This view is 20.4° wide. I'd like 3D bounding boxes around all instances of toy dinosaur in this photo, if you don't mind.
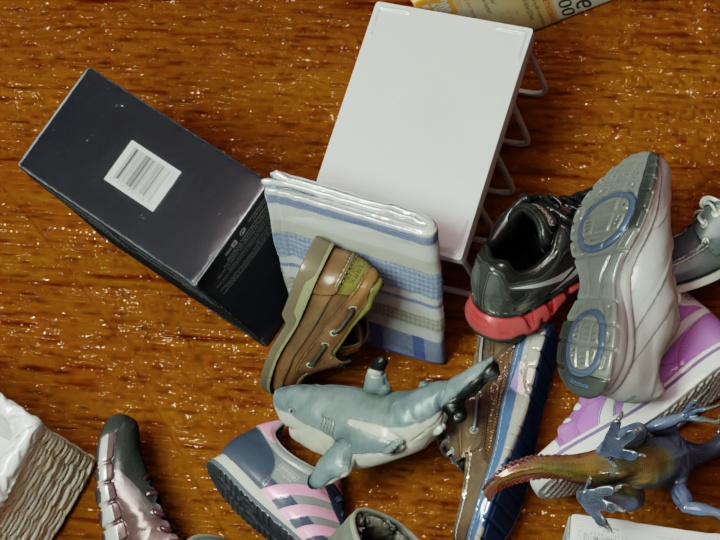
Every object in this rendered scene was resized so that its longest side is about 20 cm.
[{"bbox_3d":[0.221,0.129,1.509,0.199,0.181,0.106,10,99,25],"label":"toy dinosaur"}]

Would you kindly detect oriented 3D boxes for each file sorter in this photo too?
[{"bbox_3d":[0.062,-0.096,1.649,0.138,0.125,0.201,13,76,20],"label":"file sorter"}]

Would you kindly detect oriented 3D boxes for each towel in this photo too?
[{"bbox_3d":[0.000,0.000,1.594,0.146,0.200,0.024,17,59,16],"label":"towel"}]

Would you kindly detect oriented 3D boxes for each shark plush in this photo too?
[{"bbox_3d":[0.017,0.108,1.563,0.200,0.091,0.084,-21,90,45],"label":"shark plush"}]

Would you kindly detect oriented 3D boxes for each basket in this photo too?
[{"bbox_3d":[-0.360,0.183,1.658,0.198,0.161,0.201,26,80,22],"label":"basket"}]

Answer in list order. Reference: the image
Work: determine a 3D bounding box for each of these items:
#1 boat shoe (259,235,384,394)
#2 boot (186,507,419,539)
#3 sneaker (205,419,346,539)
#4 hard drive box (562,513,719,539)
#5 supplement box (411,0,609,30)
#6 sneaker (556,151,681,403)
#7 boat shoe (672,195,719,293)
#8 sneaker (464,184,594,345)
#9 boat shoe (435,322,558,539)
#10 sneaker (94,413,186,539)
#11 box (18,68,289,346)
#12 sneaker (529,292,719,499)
[{"bbox_3d":[-0.031,0.054,1.601,0.068,0.200,0.072,24,58,2],"label":"boat shoe"},{"bbox_3d":[-0.041,0.233,1.516,0.181,0.200,0.073,35,56,-1],"label":"boot"},{"bbox_3d":[-0.031,0.199,1.612,0.200,0.070,0.082,43,65,15],"label":"sneaker"},{"bbox_3d":[0.216,0.294,1.463,0.155,0.077,0.201,8,62,3],"label":"hard drive box"},{"bbox_3d":[0.141,-0.262,1.682,0.199,0.126,0.074,-21,67,9],"label":"supplement box"},{"bbox_3d":[0.208,0.008,1.531,0.074,0.087,0.201,-1,72,52],"label":"sneaker"},{"bbox_3d":[0.289,-0.040,1.583,0.199,0.062,0.073,-23,23,-1],"label":"boat shoe"},{"bbox_3d":[0.164,-0.028,1.590,0.200,0.098,0.071,-35,50,-21],"label":"sneaker"},{"bbox_3d":[0.101,0.132,1.598,0.072,0.072,0.201,9,65,23],"label":"boat shoe"},{"bbox_3d":[-0.153,0.215,1.643,0.115,0.076,0.201,-6,81,9],"label":"sneaker"},{"bbox_3d":[-0.151,-0.051,1.665,0.200,0.182,0.104,33,83,22],"label":"box"},{"bbox_3d":[0.197,0.091,1.583,0.200,0.073,0.114,-34,62,-9],"label":"sneaker"}]
